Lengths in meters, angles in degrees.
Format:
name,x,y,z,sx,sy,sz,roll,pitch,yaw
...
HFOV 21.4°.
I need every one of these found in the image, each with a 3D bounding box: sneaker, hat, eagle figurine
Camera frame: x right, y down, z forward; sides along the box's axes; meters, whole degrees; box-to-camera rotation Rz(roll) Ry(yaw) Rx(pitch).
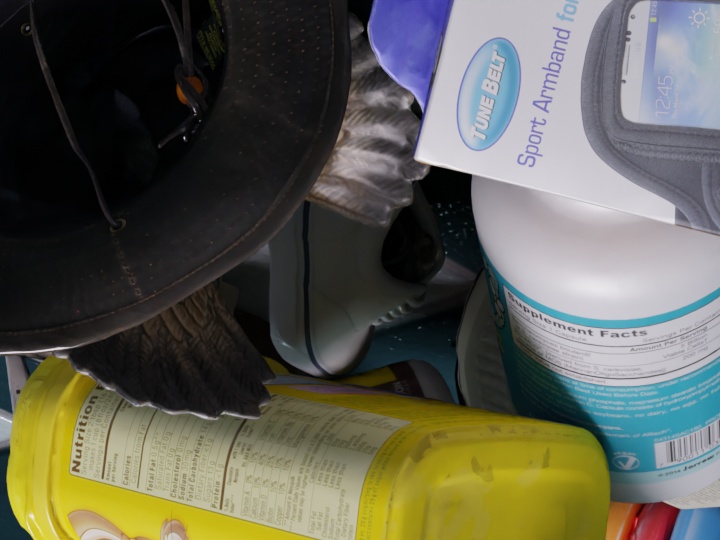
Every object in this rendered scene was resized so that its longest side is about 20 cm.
name,x,y,z,sx,sy,sz,roll,pitch,yaw
sneaker,0.000,0.000,0.863,0.070,0.073,0.200,17,157,12
hat,-0.094,-0.057,0.657,0.199,0.202,0.081,8,167,13
eagle figurine,-0.087,-0.037,0.749,0.150,0.153,0.199,-8,-167,-35
sneaker,0.081,0.037,0.910,0.078,0.080,0.201,2,132,-3

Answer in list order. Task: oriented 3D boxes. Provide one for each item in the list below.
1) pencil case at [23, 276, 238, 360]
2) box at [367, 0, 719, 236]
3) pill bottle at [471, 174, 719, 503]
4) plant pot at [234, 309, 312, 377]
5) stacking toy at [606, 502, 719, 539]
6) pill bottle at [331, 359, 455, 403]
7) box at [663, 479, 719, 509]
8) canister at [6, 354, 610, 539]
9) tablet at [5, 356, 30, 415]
name,x,y,z,sx,sy,sz,roll,pitch,yaw
pencil case,-0.166,0.011,0.976,0.198,0.078,0.089,5,164,21
box,0.104,-0.075,0.595,0.198,0.042,0.120,13,112,-1
pill bottle,0.102,-0.005,0.732,0.110,0.111,0.201,7,144,16
plant pot,-0.082,0.119,1.069,0.199,0.201,0.175,10,140,8
stacking toy,0.120,0.156,1.139,0.199,0.111,0.116,16,171,26
pill bottle,-0.045,0.119,0.924,0.198,0.110,0.109,-16,157,-7
box,0.212,0.066,0.895,0.199,0.069,0.082,-10,152,43
canister,-0.020,0.084,0.752,0.199,0.087,0.148,7,-179,41
tablet,-0.161,0.151,0.997,0.014,0.202,0.130,-10,-163,-10
